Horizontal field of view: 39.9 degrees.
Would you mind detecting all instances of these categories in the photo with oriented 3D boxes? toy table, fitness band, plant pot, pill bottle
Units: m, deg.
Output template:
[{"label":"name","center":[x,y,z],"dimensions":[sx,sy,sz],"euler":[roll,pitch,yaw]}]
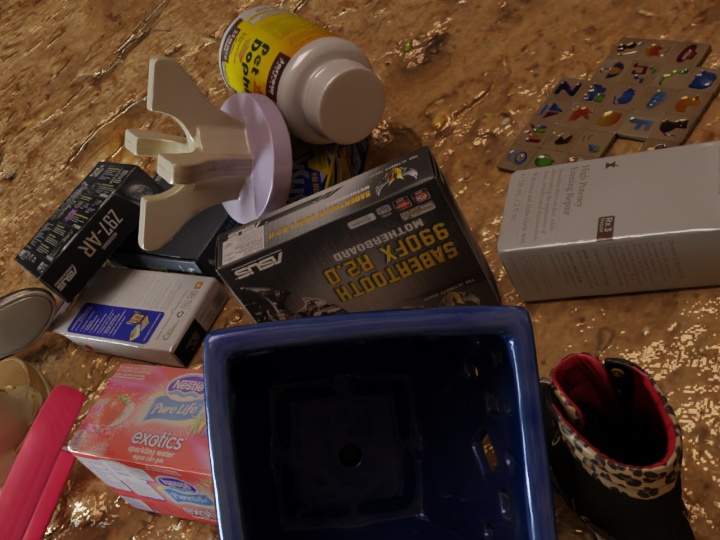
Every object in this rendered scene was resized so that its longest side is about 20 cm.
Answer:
[{"label":"toy table","center":[-0.154,-0.110,0.970],"dimensions":[0.117,0.184,0.200],"euler":[0,5,-26]},{"label":"fitness band","center":[-0.284,0.197,0.855],"dimensions":[0.144,0.037,0.200],"euler":[135,155,-72]},{"label":"plant pot","center":[0.000,0.127,0.649],"dimensions":[0.200,0.200,0.180],"euler":[-5,-2,-12]},{"label":"pill bottle","center":[-0.059,-0.199,1.022],"dimensions":[0.109,0.109,0.200],"euler":[-41,42,-9]}]

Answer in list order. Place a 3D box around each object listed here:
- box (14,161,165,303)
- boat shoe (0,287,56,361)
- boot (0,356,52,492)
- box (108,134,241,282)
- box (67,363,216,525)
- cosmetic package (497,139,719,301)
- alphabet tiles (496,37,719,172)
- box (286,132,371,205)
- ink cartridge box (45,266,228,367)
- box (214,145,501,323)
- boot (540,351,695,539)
[{"label":"box","center":[-0.313,-0.050,1.126],"dimensions":[0.160,0.044,0.200],"euler":[-52,25,-12]},{"label":"boat shoe","center":[-0.409,0.074,1.085],"dimensions":[0.200,0.067,0.057],"euler":[-41,35,16]},{"label":"boot","center":[-0.373,0.123,0.968],"dimensions":[0.073,0.156,0.200],"euler":[-29,40,4]},{"label":"box","center":[-0.178,-0.077,1.121],"dimensions":[0.157,0.051,0.200],"euler":[8,56,37]},{"label":"box","center":[-0.130,0.147,0.827],"dimensions":[0.200,0.103,0.095],"euler":[0,50,36]},{"label":"cosmetic package","center":[0.222,-0.040,0.816],"dimensions":[0.200,0.074,0.102],"euler":[-8,47,28]},{"label":"alphabet tiles","center":[0.250,-0.156,0.962],"dimensions":[0.167,0.008,0.200],"euler":[17,61,42]},{"label":"box","center":[-0.043,-0.093,1.042],"dimensions":[0.070,0.064,0.200],"euler":[-10,45,24]},{"label":"ink cartridge box","center":[-0.241,0.045,1.054],"dimensions":[0.200,0.037,0.095],"euler":[7,55,33]},{"label":"box","center":[0.000,0.000,0.851],"dimensions":[0.200,0.159,0.048],"euler":[-21,40,12]},{"label":"boot","center":[0.152,0.108,0.649],"dimensions":[0.073,0.151,0.200],"euler":[-25,42,-4]}]
